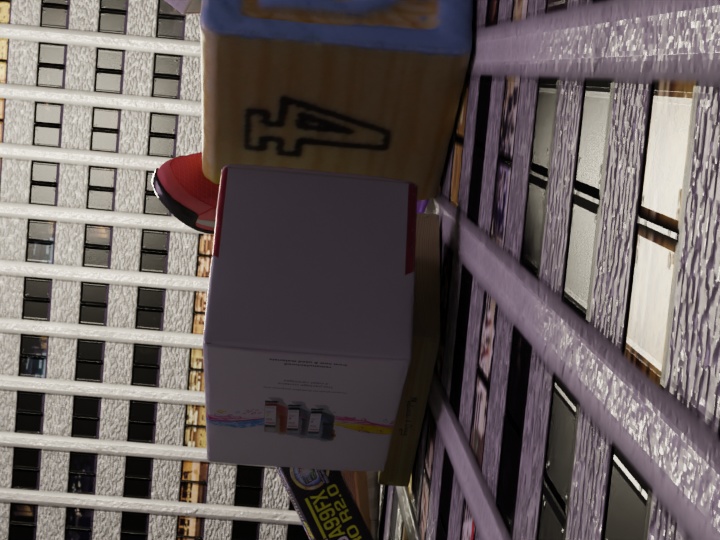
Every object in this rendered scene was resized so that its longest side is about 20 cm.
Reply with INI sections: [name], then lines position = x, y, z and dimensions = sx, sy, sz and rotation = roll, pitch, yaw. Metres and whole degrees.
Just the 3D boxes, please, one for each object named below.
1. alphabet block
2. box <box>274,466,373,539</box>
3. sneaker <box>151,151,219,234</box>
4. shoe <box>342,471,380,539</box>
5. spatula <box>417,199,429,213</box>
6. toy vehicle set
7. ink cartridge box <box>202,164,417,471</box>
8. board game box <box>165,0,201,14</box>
[alphabet block]
position = -0.020, -0.191, 1.179
dimensions = 0.201, 0.194, 0.197
rotation = 100, 175, -62
[box]
position = -0.021, 0.218, 1.280
dimensions = 0.200, 0.044, 0.162
rotation = 115, 129, -81
[sneaker]
position = -0.087, -0.088, 1.276
dimensions = 0.074, 0.199, 0.087
rotation = 54, 127, 24
[shoe]
position = -0.002, 0.244, 1.567
dimensions = 0.053, 0.070, 0.202
rotation = -26, -51, -41
[spatula]
position = 0.000, 0.000, 1.264
dimensions = 0.056, 0.021, 0.201
rotation = 26, 82, 51
[toy vehicle set]
position = 0.038, 0.067, 1.234
dimensions = 0.201, 0.026, 0.125
rotation = 98, 176, -49
[ink cartridge box]
position = -0.040, 0.042, 1.127
dimensions = 0.201, 0.143, 0.147
rotation = 101, 173, -61
[board game box]
position = -0.073, -0.315, 1.319
dimensions = 0.201, 0.041, 0.200
rotation = -58, -15, 20
